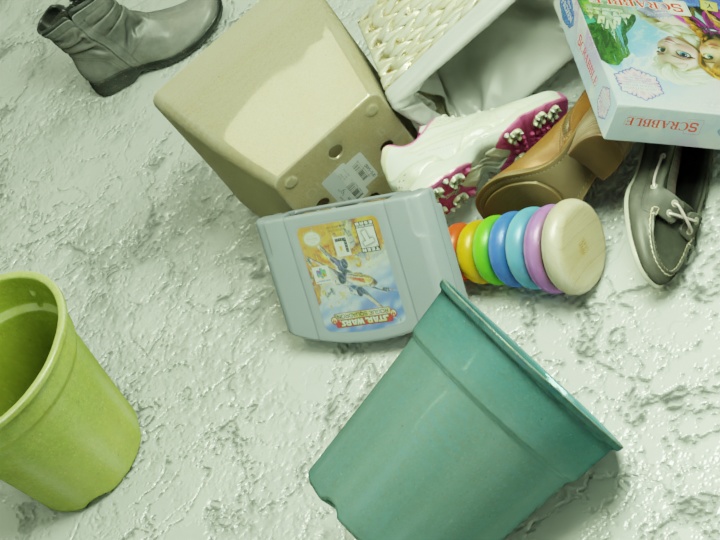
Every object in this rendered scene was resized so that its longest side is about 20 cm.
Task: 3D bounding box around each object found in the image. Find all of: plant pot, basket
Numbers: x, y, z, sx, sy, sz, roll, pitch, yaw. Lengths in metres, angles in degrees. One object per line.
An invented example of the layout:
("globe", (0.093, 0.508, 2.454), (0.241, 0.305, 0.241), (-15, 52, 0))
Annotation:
("plant pot", (-0.047, -0.139, 1.799), (0.200, 0.200, 0.177), (-42, 48, -2))
("plant pot", (-0.315, 0.134, 1.753), (0.200, 0.184, 0.201), (-21, 44, 21))
("plant pot", (0.075, 0.145, 1.466), (0.196, 0.200, 0.200), (-48, 41, 4))
("basket", (0.114, -0.240, 1.747), (0.200, 0.136, 0.123), (-40, 54, 22))

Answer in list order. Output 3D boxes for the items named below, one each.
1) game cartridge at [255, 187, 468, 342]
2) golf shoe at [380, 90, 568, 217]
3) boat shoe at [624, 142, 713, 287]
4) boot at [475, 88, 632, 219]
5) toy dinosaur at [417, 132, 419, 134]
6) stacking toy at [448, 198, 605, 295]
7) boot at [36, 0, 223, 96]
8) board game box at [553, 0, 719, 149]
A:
("game cartridge", (0.000, 0.000, 1.685), (0.200, 0.133, 0.042), (-9, 9, 36))
("golf shoe", (0.108, -0.128, 1.723), (0.200, 0.075, 0.092), (-31, 57, -21))
("boat shoe", (0.277, -0.076, 1.589), (0.057, 0.067, 0.200), (-26, 38, 39))
("boot", (0.198, -0.126, 1.681), (0.200, 0.077, 0.155), (-43, 13, 47))
("toy dinosaur", (0.122, -0.232, 1.868), (0.106, 0.060, 0.200), (-39, 33, 51))
("stacking toy", (0.121, -0.017, 1.652), (0.200, 0.085, 0.085), (-4, 52, 41))
("boot", (-0.274, -0.299, 2.145), (0.200, 0.132, 0.070), (-31, 41, 10))
("board game box", (0.291, -0.185, 1.608), (0.200, 0.041, 0.200), (3, 43, -15))
